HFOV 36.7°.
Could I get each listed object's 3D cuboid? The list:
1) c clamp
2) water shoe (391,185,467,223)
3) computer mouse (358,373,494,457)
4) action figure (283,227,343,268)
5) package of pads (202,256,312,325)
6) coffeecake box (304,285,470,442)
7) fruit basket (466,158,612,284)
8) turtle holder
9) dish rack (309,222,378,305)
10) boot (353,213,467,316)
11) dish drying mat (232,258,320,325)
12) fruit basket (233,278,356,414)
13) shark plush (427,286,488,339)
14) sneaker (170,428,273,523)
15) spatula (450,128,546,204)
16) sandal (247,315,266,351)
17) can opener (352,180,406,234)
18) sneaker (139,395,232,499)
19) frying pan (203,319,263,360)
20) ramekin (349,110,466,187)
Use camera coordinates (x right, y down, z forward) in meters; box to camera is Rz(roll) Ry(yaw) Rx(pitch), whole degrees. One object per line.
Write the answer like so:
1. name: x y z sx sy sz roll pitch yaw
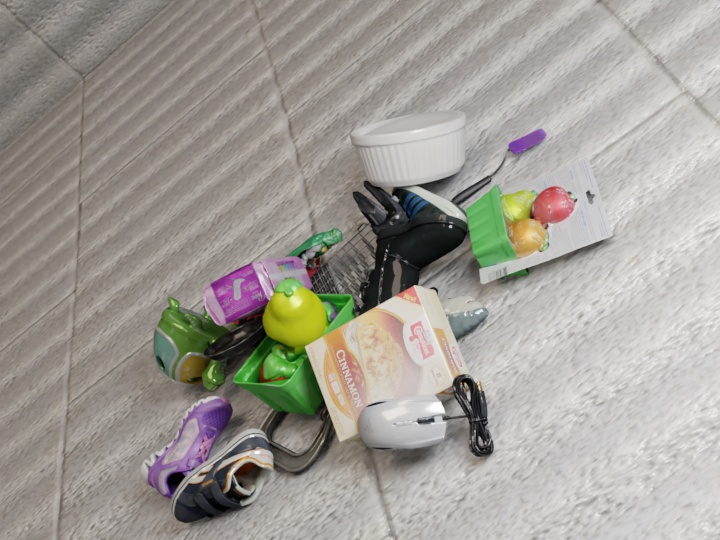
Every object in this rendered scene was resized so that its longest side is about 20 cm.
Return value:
1. c clamp: -0.100 0.230 1.714 0.171 0.027 0.200 -52 33 -10
2. water shoe: 0.098 -0.089 1.794 0.079 0.071 0.200 -53 33 -7
3. computer mouse: 0.078 0.206 1.461 0.199 0.044 0.110 -13 82 27
4. action figure: -0.107 -0.018 1.907 0.200 0.055 0.118 -34 2 30
5. package of pads: -0.167 0.031 1.780 0.120 0.076 0.200 -27 -3 15
6. coffeecake box: 0.040 0.136 1.555 0.200 0.073 0.154 -30 70 23
7. fruit basket: 0.261 -0.069 1.601 0.199 0.094 0.186 -18 40 12
8. turtle holder: -0.289 0.142 1.943 0.185 0.141 0.132 27 97 20
9. dish rack: 0.000 0.000 1.827 0.200 0.055 0.154 -42 32 10
10. boot: 0.076 0.008 1.657 0.198 0.073 0.163 -12 58 49
11. dish drying mat: -0.154 0.041 1.985 0.199 0.018 0.077 -28 38 24
12. fruit basket: -0.104 0.097 1.678 0.155 0.216 0.216 -2 53 45
13. shark plush: 0.095 0.110 1.595 0.200 0.091 0.083 -44 63 -6
14. sneaker: -0.215 0.337 1.683 0.200 0.078 0.080 -45 41 12
15. spatula: 0.222 -0.167 1.783 0.200 0.021 0.057 -41 21 12
16. sandal: -0.155 0.114 1.879 0.080 0.057 0.201 -63 21 -15
17. can opener: 0.030 -0.112 1.818 0.063 0.079 0.200 -34 23 3
18. sneaker: -0.276 0.300 1.798 0.200 0.080 0.088 -50 40 3
19. frying pan: -0.219 0.114 1.858 0.115 0.031 0.190 -30 13 -10
20. ramekin: 0.087 -0.206 1.843 0.201 0.095 0.202 -10 15 3
